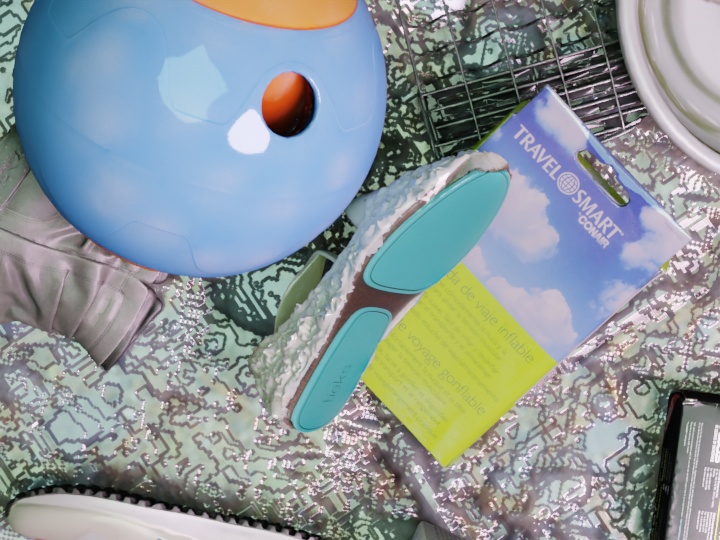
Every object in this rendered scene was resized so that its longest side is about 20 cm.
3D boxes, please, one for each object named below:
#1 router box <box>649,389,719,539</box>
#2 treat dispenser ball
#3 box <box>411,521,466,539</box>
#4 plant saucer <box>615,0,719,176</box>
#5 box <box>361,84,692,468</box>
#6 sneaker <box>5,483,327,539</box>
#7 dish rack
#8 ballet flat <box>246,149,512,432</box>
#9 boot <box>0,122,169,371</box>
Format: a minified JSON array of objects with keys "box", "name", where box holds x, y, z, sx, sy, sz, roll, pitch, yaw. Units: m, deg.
[{"box":[0.240,0.176,1.290,0.149,0.062,0.202,8,91,0],"name":"router box"},{"box":[-0.085,-0.097,1.205,0.199,0.201,0.203,0,91,1],"name":"treat dispenser ball"},{"box":[0.039,0.259,1.269,0.101,0.112,0.201,25,92,-1],"name":"box"},{"box":[0.228,-0.144,1.274,0.199,0.050,0.202,0,89,-18],"name":"plant saucer"},{"box":[0.078,0.001,1.265,0.122,0.048,0.200,46,111,0],"name":"box"},{"box":[-0.110,0.180,1.289,0.198,0.070,0.094,12,86,-2],"name":"sneaker"},{"box":[0.087,-0.161,1.289,0.152,0.055,0.201,-15,93,2],"name":"dish rack"},{"box":[0.000,0.000,1.231,0.072,0.072,0.200,38,109,0],"name":"ballet flat"},{"box":[-0.190,0.020,1.292,0.130,0.068,0.201,35,93,-6],"name":"boot"}]
